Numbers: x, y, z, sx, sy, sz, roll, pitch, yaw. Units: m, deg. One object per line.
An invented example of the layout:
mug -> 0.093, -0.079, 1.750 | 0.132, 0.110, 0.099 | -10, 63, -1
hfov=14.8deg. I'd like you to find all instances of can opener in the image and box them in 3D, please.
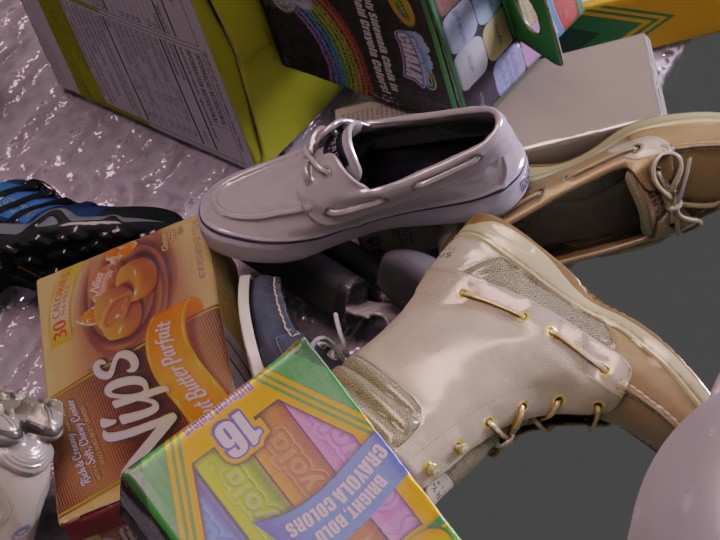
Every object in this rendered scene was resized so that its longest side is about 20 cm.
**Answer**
can opener -> 0.000, 0.000, 1.642 | 0.052, 0.067, 0.200 | -16, 31, -41

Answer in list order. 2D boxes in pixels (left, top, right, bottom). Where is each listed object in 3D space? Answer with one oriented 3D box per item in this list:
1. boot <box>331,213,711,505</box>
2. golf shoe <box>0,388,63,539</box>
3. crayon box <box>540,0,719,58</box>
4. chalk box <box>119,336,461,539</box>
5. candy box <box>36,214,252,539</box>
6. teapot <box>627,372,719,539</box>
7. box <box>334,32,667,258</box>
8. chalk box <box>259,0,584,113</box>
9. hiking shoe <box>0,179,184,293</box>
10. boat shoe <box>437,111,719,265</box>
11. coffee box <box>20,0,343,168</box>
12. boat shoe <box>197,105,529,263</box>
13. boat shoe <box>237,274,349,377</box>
boot -> 0.089, 0.081, 1.500 | 0.200, 0.072, 0.155 | 39, 67, 15
golf shoe -> -0.242, 0.111, 1.618 | 0.078, 0.098, 0.200 | -2, 8, -30
crayon box -> 0.161, -0.196, 1.779 | 0.199, 0.052, 0.126 | -13, 45, 8
chalk box -> -0.018, 0.158, 1.427 | 0.124, 0.124, 0.200 | -37, 82, -13
candy box -> -0.122, 0.069, 1.619 | 0.115, 0.055, 0.201 | -22, 45, 10
teapot -> 0.202, 0.143, 1.374 | 0.200, 0.198, 0.146 | -27, 3, -36
box -> 0.088, -0.073, 1.676 | 0.199, 0.069, 0.082 | -12, 46, 8
chalk box -> 0.046, -0.178, 1.658 | 0.199, 0.125, 0.124 | 22, 56, 36
hiking shoe -> -0.197, -0.028, 1.731 | 0.199, 0.075, 0.087 | -4, 48, 16
boat shoe -> 0.142, -0.037, 1.610 | 0.200, 0.073, 0.063 | -11, 34, 8
coffee box -> -0.098, -0.222, 1.789 | 0.197, 0.200, 0.200 | 24, 60, 35
boat shoe -> -0.004, -0.059, 1.603 | 0.199, 0.065, 0.074 | -13, 50, 10
boat shoe -> -0.026, 0.077, 1.570 | 0.062, 0.075, 0.201 | -20, 46, 3
